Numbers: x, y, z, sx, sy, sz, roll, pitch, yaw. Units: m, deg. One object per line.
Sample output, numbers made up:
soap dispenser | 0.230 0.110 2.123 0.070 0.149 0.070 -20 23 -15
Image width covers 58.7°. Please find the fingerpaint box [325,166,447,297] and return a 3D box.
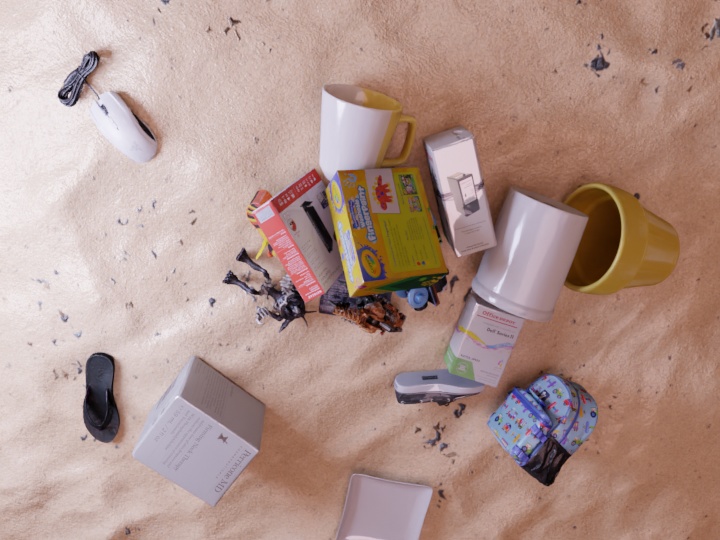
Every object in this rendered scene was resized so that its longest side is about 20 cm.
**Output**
fingerpaint box | 0.042 -0.069 1.105 0.162 0.073 0.206 -6 70 -24

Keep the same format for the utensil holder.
utensil holder | 0.321 -0.034 1.210 0.165 0.171 0.205 17 106 -9

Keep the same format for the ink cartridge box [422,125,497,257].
ink cartridge box | 0.182 -0.150 1.191 0.081 0.146 0.206 -15 109 3

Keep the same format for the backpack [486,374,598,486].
backpack | 0.386 0.309 1.339 0.133 0.183 0.201 37 100 -21

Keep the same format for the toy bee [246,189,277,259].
toy bee | -0.158 -0.057 1.217 0.107 0.131 0.204 -11 111 42

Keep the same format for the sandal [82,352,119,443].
sandal | -0.548 0.273 1.334 0.073 0.048 0.207 1 108 -4

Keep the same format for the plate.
plate | 0.052 0.562 1.479 0.193 0.032 0.206 12 107 -7

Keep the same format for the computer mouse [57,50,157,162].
computer mouse | -0.450 -0.282 1.159 0.109 0.044 0.201 -39 106 8

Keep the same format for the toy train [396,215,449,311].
toy train | 0.112 -0.019 1.255 0.112 0.086 0.204 -29 117 -13

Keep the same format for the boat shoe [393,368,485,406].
boat shoe | 0.168 0.259 1.369 0.193 0.070 0.068 -3 117 -2

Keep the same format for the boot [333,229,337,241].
boot | 0.039 -0.104 1.195 0.075 0.074 0.200 34 63 18

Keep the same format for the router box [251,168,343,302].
router box | -0.091 -0.069 1.161 0.048 0.201 0.182 -24 104 27

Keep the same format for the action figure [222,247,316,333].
action figure | -0.172 0.049 1.259 0.197 0.102 0.121 34 93 -12

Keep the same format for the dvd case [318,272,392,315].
dvd case | 0.000 0.000 1.297 0.144 0.016 0.206 8 108 -6

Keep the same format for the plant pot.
plant pot | 0.498 -0.049 1.232 0.183 0.201 0.206 9 109 -24

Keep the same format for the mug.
mug | 0.006 -0.233 1.158 0.181 0.150 0.157 14 116 -1

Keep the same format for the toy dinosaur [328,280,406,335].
toy dinosaur | 0.015 0.074 1.238 0.103 0.135 0.200 -49 148 -3

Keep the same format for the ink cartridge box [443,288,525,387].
ink cartridge box | 0.262 0.125 1.329 0.114 0.068 0.206 16 106 -8

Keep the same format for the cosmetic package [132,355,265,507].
cosmetic package | -0.321 0.323 1.304 0.198 0.167 0.168 37 103 -16
